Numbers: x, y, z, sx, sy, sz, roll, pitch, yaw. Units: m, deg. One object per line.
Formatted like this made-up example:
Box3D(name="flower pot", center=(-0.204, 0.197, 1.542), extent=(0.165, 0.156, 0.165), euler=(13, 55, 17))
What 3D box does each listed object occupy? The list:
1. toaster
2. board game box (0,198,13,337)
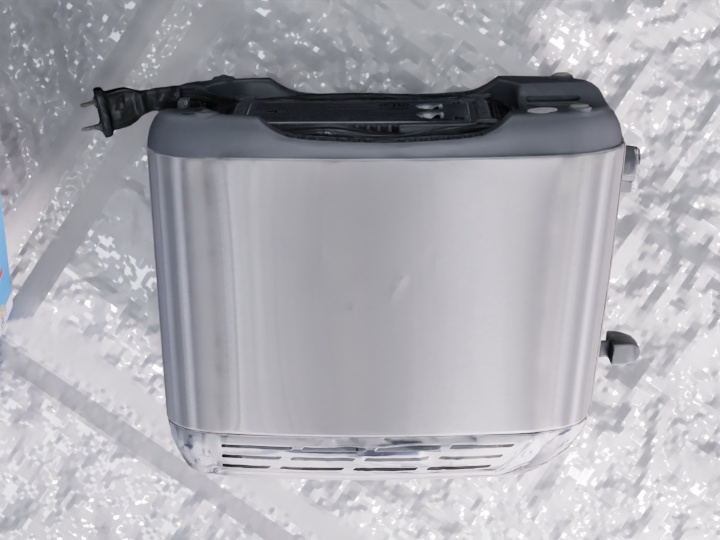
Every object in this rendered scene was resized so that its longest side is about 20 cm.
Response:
Box3D(name="toaster", center=(0.000, 0.000, 0.822), extent=(0.198, 0.114, 0.130), euler=(-1, 102, 0))
Box3D(name="board game box", center=(-0.219, -0.018, 0.778), extent=(0.194, 0.200, 0.056), euler=(21, 75, -3))
